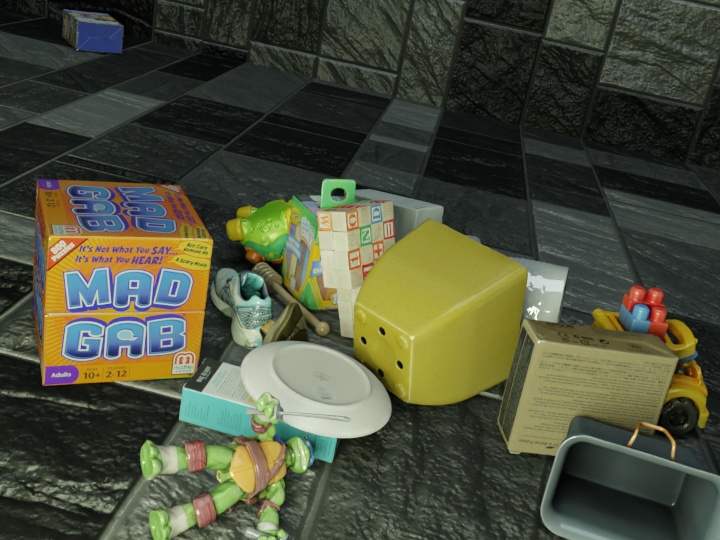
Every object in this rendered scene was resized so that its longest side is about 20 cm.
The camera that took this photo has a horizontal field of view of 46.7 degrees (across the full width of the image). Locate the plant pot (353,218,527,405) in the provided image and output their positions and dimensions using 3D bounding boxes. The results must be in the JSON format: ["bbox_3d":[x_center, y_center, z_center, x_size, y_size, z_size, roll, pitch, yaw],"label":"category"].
[{"bbox_3d":[0.095,0.078,1.195,0.199,0.198,0.193,-28,42,-35],"label":"plant pot"}]

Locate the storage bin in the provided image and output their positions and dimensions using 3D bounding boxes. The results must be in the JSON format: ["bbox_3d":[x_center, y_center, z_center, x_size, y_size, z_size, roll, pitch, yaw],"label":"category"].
[{"bbox_3d":[0.322,0.243,0.992,0.197,0.148,0.134,15,13,8],"label":"storage bin"}]

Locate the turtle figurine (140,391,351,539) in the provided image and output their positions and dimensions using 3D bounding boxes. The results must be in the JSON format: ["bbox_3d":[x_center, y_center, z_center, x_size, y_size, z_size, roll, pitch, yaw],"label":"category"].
[{"bbox_3d":[-0.111,0.207,0.842,0.191,0.146,0.200,-7,25,-30],"label":"turtle figurine"}]

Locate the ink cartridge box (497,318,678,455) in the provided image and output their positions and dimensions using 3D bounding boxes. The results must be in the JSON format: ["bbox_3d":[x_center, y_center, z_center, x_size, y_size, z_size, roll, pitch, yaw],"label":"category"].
[{"bbox_3d":[0.298,0.162,1.109,0.197,0.167,0.075,8,21,-10],"label":"ink cartridge box"}]

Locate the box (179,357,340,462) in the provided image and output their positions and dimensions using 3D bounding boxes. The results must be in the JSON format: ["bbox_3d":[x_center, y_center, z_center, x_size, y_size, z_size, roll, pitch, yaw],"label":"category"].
[{"bbox_3d":[-0.117,0.172,1.036,0.197,0.050,0.082,14,23,6],"label":"box"}]

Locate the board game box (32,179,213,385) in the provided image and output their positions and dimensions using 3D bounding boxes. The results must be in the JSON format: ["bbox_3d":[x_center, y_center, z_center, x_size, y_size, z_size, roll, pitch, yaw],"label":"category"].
[{"bbox_3d":[-0.326,0.010,1.115,0.197,0.203,0.200,0,25,-26],"label":"board game box"}]

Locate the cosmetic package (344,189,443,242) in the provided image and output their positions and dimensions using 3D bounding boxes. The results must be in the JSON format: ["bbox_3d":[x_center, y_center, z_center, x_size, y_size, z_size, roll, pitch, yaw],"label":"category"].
[{"bbox_3d":[0.056,-0.084,1.590,0.080,0.115,0.199,-10,23,-42],"label":"cosmetic package"}]

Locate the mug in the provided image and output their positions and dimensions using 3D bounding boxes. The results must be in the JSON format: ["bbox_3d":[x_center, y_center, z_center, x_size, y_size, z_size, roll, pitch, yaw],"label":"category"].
[{"bbox_3d":[0.232,0.070,1.348,0.173,0.149,0.202,12,53,15],"label":"mug"}]

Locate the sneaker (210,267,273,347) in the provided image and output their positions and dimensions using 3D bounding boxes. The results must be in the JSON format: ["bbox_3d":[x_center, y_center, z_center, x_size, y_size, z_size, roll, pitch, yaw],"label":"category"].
[{"bbox_3d":[-0.173,0.034,1.278,0.077,0.088,0.200,0,26,-28],"label":"sneaker"}]

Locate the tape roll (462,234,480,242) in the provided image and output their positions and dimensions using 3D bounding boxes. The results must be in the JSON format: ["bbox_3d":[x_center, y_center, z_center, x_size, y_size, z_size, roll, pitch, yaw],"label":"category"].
[{"bbox_3d":[0.114,-0.010,1.424,0.200,0.038,0.203,-12,-12,-3],"label":"tape roll"}]

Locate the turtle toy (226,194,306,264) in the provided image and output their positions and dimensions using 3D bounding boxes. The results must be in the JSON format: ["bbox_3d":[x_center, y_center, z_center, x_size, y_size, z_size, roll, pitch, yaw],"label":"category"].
[{"bbox_3d":[-0.151,-0.072,1.511,0.143,0.103,0.200,-10,19,10],"label":"turtle toy"}]

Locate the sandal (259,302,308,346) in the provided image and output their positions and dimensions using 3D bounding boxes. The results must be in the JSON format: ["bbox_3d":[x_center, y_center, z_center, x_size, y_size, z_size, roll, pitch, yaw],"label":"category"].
[{"bbox_3d":[-0.121,0.106,1.172,0.053,0.081,0.200,-3,23,18],"label":"sandal"}]

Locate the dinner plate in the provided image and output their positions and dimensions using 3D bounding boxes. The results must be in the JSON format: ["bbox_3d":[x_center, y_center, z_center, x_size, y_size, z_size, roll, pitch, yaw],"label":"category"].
[{"bbox_3d":[-0.052,0.138,1.042,0.197,0.025,0.201,16,25,-7],"label":"dinner plate"}]

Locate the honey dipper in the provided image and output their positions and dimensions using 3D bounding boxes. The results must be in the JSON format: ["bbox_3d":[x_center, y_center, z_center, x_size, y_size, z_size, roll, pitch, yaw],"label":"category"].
[{"bbox_3d":[-0.113,0.048,1.343,0.038,0.038,0.200,-7,33,-38],"label":"honey dipper"}]

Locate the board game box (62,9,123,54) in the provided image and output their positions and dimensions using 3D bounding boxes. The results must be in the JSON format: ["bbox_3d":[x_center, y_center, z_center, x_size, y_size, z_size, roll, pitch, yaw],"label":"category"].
[{"bbox_3d":[-0.921,-0.821,2.863,0.157,0.098,0.200,-4,27,-32],"label":"board game box"}]

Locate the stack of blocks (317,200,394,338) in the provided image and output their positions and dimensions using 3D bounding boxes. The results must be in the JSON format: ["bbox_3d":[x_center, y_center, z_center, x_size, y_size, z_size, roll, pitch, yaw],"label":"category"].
[{"bbox_3d":[0.000,0.000,1.284,0.058,0.203,0.114,5,16,40],"label":"stack of blocks"}]

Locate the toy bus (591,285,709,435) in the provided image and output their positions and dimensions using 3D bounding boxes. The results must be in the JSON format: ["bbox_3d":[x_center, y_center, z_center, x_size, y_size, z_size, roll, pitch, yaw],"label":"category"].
[{"bbox_3d":[0.428,0.123,1.232,0.197,0.195,0.136,11,21,-6],"label":"toy bus"}]

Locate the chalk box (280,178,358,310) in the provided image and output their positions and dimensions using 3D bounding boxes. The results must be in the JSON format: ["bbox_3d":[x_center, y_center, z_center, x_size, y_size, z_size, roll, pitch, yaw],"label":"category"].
[{"bbox_3d":[-0.046,-0.051,1.387,0.123,0.203,0.124,-1,26,-27],"label":"chalk box"}]
